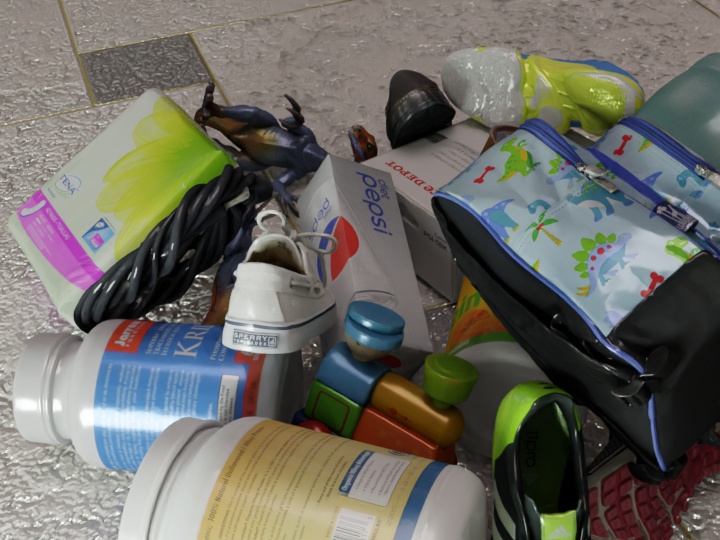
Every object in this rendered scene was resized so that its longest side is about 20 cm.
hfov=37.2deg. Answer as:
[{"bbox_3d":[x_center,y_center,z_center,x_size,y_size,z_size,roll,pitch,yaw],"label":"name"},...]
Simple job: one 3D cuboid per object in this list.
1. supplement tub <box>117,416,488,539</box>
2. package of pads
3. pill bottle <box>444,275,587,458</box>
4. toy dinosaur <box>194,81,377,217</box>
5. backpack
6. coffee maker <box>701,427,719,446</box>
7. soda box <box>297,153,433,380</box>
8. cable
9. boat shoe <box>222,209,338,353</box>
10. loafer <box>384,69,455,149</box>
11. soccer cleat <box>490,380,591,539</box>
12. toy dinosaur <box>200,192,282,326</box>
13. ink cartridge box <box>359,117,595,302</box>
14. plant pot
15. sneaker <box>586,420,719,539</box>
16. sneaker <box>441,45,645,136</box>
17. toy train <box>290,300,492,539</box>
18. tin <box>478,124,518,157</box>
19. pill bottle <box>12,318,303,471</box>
[{"bbox_3d":[-0.032,0.172,0.657,0.198,0.146,0.145,11,40,18],"label":"supplement tub"},{"bbox_3d":[-0.214,-0.059,0.974,0.200,0.068,0.154,-43,47,-3],"label":"package of pads"},{"bbox_3d":[0.129,0.041,0.840,0.110,0.112,0.201,6,39,12],"label":"pill bottle"},{"bbox_3d":[-0.076,-0.140,1.105,0.180,0.106,0.200,11,24,-14],"label":"toy dinosaur"},{"bbox_3d":[0.154,-0.003,0.667,0.147,0.183,0.200,-42,54,-6],"label":"backpack"},{"bbox_3d":[0.356,0.141,0.689,0.191,0.135,0.200,-24,41,-11],"label":"coffee maker"},{"bbox_3d":[0.000,0.000,0.889,0.068,0.064,0.201,14,45,-28],"label":"soda box"},{"bbox_3d":[-0.155,-0.005,0.851,0.200,0.051,0.163,-41,4,16],"label":"cable"},{"bbox_3d":[-0.057,0.000,0.770,0.074,0.087,0.202,6,6,7],"label":"boat shoe"},{"bbox_3d":[0.049,-0.163,1.063,0.072,0.073,0.200,-28,0,3],"label":"loafer"},{"bbox_3d":[0.108,0.166,0.632,0.067,0.202,0.081,-3,-7,-2],"label":"soccer cleat"},{"bbox_3d":[-0.112,-0.007,0.947,0.199,0.106,0.181,-29,25,-14],"label":"toy dinosaur"},{"bbox_3d":[0.118,-0.071,1.007,0.199,0.084,0.147,-24,42,-26],"label":"ink cartridge box"},{"bbox_3d":[0.284,-0.066,0.915,0.133,0.201,0.201,-26,41,-3],"label":"plant pot"},{"bbox_3d":[0.199,0.134,0.754,0.199,0.081,0.074,-28,27,-38],"label":"sneaker"},{"bbox_3d":[0.180,-0.171,1.026,0.199,0.076,0.105,20,23,27],"label":"sneaker"},{"bbox_3d":[0.054,0.111,0.738,0.199,0.117,0.084,28,23,22],"label":"toy train"},{"bbox_3d":[0.165,-0.052,0.856,0.111,0.042,0.201,8,32,-26],"label":"tin"},{"bbox_3d":[-0.148,0.094,0.793,0.198,0.113,0.113,3,38,8],"label":"pill bottle"}]
